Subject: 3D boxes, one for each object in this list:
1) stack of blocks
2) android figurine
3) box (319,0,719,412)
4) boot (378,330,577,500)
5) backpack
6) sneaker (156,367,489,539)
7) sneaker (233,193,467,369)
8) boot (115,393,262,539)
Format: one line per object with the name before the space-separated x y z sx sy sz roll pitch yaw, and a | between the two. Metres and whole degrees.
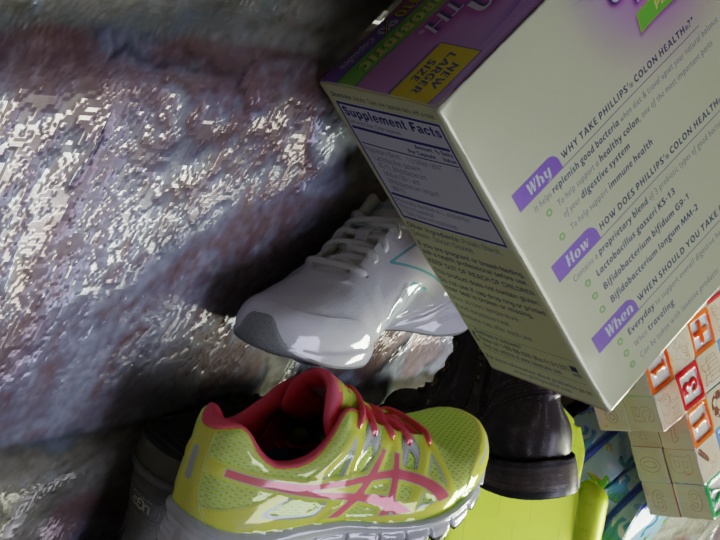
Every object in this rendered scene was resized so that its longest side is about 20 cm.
stack of blocks | 0.222 0.076 1.423 0.115 0.058 0.202 -33 113 -41
android figurine | 0.097 0.162 1.344 0.181 0.041 0.202 18 80 -38
box | 0.107 -0.068 0.984 0.176 0.096 0.201 -45 124 -19
boot | 0.073 0.032 1.163 0.069 0.199 0.176 -6 100 -31
backpack | 0.179 0.166 1.524 0.199 0.154 0.163 -10 148 -41
sneaker | -0.007 0.089 0.988 0.199 0.078 0.091 -11 117 -41
sneaker | 0.000 0.000 1.039 0.200 0.070 0.081 -18 123 -57
boot | -0.093 0.169 1.074 0.181 0.072 0.201 0 118 -46
